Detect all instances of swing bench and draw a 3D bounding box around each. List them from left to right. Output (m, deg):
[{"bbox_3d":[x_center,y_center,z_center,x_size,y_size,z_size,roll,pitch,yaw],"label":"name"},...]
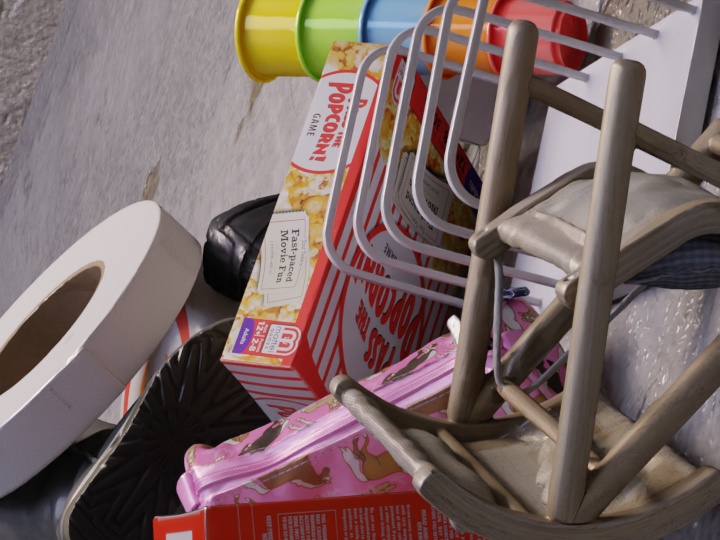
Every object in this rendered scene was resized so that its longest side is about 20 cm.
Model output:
[{"bbox_3d":[0.097,0.015,1.273,0.201,0.129,0.199,-64,15,5],"label":"swing bench"}]

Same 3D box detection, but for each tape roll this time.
[{"bbox_3d":[-0.170,0.046,1.696,0.203,0.037,0.203,-41,18,17],"label":"tape roll"}]

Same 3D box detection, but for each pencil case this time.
[{"bbox_3d":[0.010,0.085,1.467,0.199,0.087,0.083,-28,16,17],"label":"pencil case"}]

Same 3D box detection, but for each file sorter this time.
[{"bbox_3d":[0.076,-0.062,1.490,0.200,0.124,0.139,151,133,-69],"label":"file sorter"}]

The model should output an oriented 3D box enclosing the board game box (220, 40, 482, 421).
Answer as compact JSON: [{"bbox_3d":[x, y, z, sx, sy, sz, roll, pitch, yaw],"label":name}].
[{"bbox_3d":[0.000,0.000,1.635,0.152,0.046,0.201,54,-132,-53],"label":"board game box"}]

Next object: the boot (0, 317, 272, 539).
[{"bbox_3d":[-0.136,0.096,1.684,0.182,0.073,0.200,-44,11,-16],"label":"boot"}]

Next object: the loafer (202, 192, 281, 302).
[{"bbox_3d":[-0.007,-0.028,1.741,0.200,0.070,0.068,-29,-46,-44],"label":"loafer"}]

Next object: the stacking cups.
[{"bbox_3d":[0.027,-0.128,1.648,0.199,0.060,0.061,6,76,32],"label":"stacking cups"}]

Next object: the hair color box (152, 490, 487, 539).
[{"bbox_3d":[0.016,0.130,1.340,0.101,0.199,0.062,159,108,-71],"label":"hair color box"}]

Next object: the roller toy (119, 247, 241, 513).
[{"bbox_3d":[-0.057,0.085,1.789,0.182,0.139,0.201,165,110,-69],"label":"roller toy"}]

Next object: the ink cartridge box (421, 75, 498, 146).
[{"bbox_3d":[0.055,-0.189,1.776,0.200,0.084,0.145,-97,27,-57],"label":"ink cartridge box"}]
